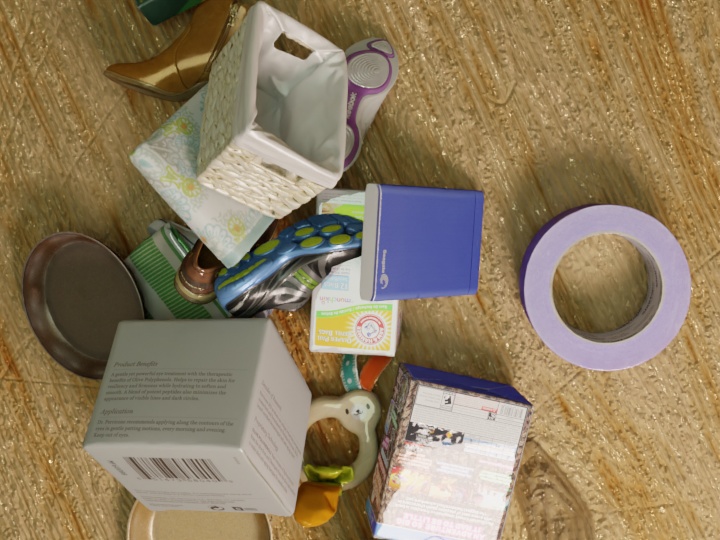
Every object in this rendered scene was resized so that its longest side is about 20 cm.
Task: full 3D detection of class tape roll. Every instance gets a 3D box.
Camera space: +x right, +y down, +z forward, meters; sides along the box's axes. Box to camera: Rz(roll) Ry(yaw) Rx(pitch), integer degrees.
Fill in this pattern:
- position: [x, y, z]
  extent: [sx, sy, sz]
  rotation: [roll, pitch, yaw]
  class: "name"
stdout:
- position: [0.298, 0.018, 1.183]
  extent: [0.198, 0.085, 0.202]
  rotation: [0, 94, 5]
  class: "tape roll"

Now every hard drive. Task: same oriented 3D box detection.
- position: [0.078, -0.034, 1.154]
  extent: [0.025, 0.199, 0.133]
  rotation: [8, 97, 42]
  class: "hard drive"

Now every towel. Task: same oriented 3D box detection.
- position: [-0.261, 0.050, 1.235]
  extent: [0.200, 0.023, 0.153]
  rotation: [-40, 89, 31]
  class: "towel"
- position: [-0.162, -0.121, 1.134]
  extent: [0.171, 0.200, 0.048]
  rotation: [46, 132, -12]
  class: "towel"

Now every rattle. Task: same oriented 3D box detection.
- position: [-0.029, 0.199, 1.205]
  extent: [0.130, 0.143, 0.201]
  rotation: [37, 103, 18]
  class: "rattle"

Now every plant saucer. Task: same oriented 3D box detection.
- position: [-0.355, 0.043, 1.246]
  extent: [0.198, 0.032, 0.202]
  rotation: [8, 111, 22]
  class: "plant saucer"
- position: [-0.212, 0.355, 1.283]
  extent: [0.198, 0.035, 0.203]
  rotation: [0, 94, 5]
  class: "plant saucer"

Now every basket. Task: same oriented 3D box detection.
- position: [-0.103, -0.177, 1.097]
  extent: [0.135, 0.202, 0.123]
  rotation: [25, 140, -32]
  class: "basket"

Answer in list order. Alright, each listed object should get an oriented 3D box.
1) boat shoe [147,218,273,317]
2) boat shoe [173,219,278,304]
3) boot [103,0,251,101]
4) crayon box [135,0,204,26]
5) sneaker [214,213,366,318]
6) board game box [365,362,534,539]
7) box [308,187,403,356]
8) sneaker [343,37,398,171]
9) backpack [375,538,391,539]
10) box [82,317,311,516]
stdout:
- position: [-0.183, -0.015, 1.242]
  extent: [0.199, 0.074, 0.066]
  rotation: [35, 66, 7]
  class: "boat shoe"
- position: [-0.152, -0.044, 1.178]
  extent: [0.072, 0.068, 0.201]
  rotation: [35, 53, 1]
  class: "boat shoe"
- position: [-0.217, -0.288, 1.222]
  extent: [0.199, 0.071, 0.146]
  rotation: [12, 90, -1]
  class: "boot"
- position: [-0.200, -0.409, 1.195]
  extent: [0.198, 0.051, 0.128]
  rotation: [-25, 71, 6]
  class: "crayon box"
- position: [-0.074, -0.002, 1.131]
  extent: [0.198, 0.071, 0.083]
  rotation: [-26, 130, -1]
  class: "sneaker"
- position: [0.107, 0.236, 1.197]
  extent: [0.158, 0.097, 0.202]
  rotation: [13, 95, -8]
  class: "board game box"
- position: [0.000, 0.000, 1.201]
  extent: [0.111, 0.101, 0.202]
  rotation: [4, 95, 6]
  class: "box"
- position: [-0.018, -0.203, 1.201]
  extent: [0.074, 0.100, 0.201]
  rotation: [29, 73, -10]
  class: "sneaker"
- position: [0.065, 0.427, 1.193]
  extent: [0.150, 0.178, 0.201]
  rotation: [-36, 87, 2]
  class: "backpack"
- position: [-0.184, 0.177, 1.146]
  extent: [0.197, 0.201, 0.173]
  rotation: [-2, 56, 15]
  class: "box"
